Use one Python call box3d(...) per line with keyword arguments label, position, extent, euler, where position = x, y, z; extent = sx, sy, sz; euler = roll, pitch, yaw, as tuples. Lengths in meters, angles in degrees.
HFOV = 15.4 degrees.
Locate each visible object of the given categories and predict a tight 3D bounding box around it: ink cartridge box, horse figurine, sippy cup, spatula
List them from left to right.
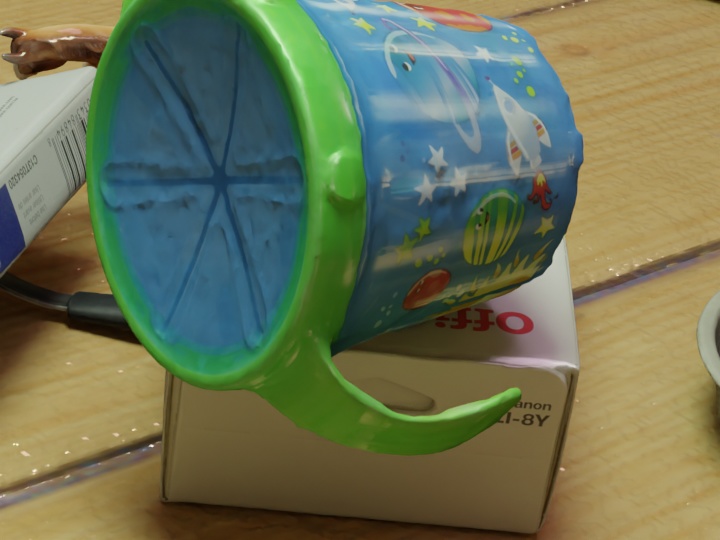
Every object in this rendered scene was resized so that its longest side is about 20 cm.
box3d(label="ink cartridge box", position=(-0.215, -0.013, 1.031), extent=(0.200, 0.043, 0.196), euler=(-11, 21, 20))
box3d(label="spatula", position=(-0.130, 0.005, 1.067), extent=(0.200, 0.021, 0.057), euler=(13, 28, 10))
box3d(label="horse figurine", position=(-0.052, -0.073, 1.149), extent=(0.200, 0.050, 0.133), euler=(15, -11, -1))
box3d(label="sippy cup", position=(-0.002, -0.034, 0.885), extent=(0.130, 0.178, 0.140), euler=(-7, 10, -36))
box3d(label="ink cartridge box", position=(0.000, 0.000, 1.008), extent=(0.145, 0.084, 0.200), euler=(5, 37, -4))

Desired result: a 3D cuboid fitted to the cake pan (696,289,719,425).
box3d(label="cake pan", position=(0.228, 0.054, 1.043), extent=(0.200, 0.037, 0.200), euler=(6, 27, -3))
